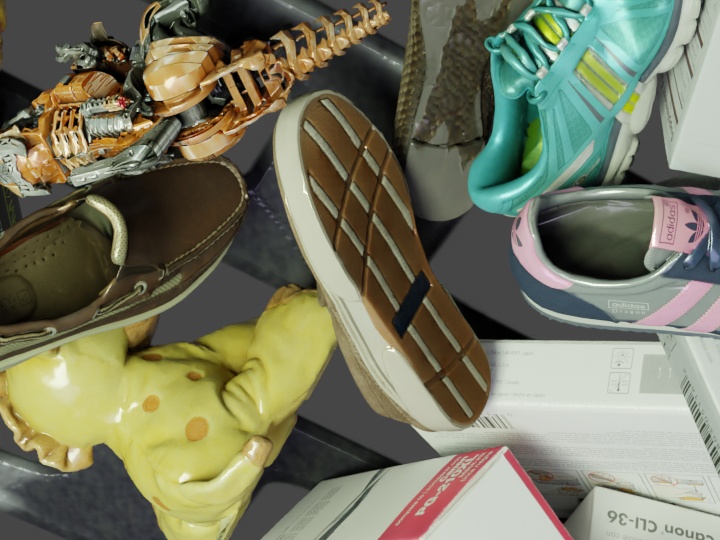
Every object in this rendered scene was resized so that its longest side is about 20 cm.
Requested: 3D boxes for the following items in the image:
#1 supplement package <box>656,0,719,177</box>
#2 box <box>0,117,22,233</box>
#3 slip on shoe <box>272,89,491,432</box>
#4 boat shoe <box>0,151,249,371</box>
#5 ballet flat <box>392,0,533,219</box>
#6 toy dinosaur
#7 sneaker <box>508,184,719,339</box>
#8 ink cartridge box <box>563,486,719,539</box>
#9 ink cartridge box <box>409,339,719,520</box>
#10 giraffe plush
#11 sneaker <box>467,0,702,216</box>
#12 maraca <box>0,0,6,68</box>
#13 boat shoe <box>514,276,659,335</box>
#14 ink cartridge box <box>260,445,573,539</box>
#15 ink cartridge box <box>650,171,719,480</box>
[{"bbox_3d":[0.215,-0.147,0.823,0.113,0.110,0.201,9,126,-3],"label":"supplement package"},{"bbox_3d":[-0.285,-0.009,0.997,0.198,0.048,0.195,-1,125,4],"label":"box"},{"bbox_3d":[0.000,0.000,0.911,0.060,0.076,0.201,-3,131,41],"label":"slip on shoe"},{"bbox_3d":[-0.125,-0.008,0.873,0.075,0.202,0.075,55,145,1],"label":"boat shoe"},{"bbox_3d":[0.052,-0.119,0.893,0.067,0.047,0.201,2,124,-12],"label":"ballet flat"},{"bbox_3d":[-0.083,-0.088,0.871,0.198,0.136,0.103,1,126,3],"label":"toy dinosaur"},{"bbox_3d":[0.166,-0.006,0.830,0.198,0.071,0.082,-2,161,13],"label":"sneaker"},{"bbox_3d":[0.170,0.192,1.061,0.115,0.068,0.200,14,148,-7],"label":"ink cartridge box"},{"bbox_3d":[0.140,0.094,1.015,0.198,0.045,0.176,0,154,24],"label":"ink cartridge box"},{"bbox_3d":[-0.120,0.067,0.968,0.161,0.200,0.173,30,126,2],"label":"giraffe plush"},{"bbox_3d":[0.102,-0.105,0.836,0.079,0.078,0.201,-9,130,-28],"label":"sneaker"},{"bbox_3d":[-0.225,-0.103,0.863,0.137,0.106,0.202,-2,97,51],"label":"maraca"},{"bbox_3d":[0.184,-0.001,0.959,0.199,0.073,0.063,15,131,2],"label":"boat shoe"},{"bbox_3d":[0.043,0.190,1.024,0.145,0.084,0.199,54,148,-11],"label":"ink cartridge box"},{"bbox_3d":[0.247,0.009,0.899,0.198,0.161,0.047,-18,159,-9],"label":"ink cartridge box"}]
